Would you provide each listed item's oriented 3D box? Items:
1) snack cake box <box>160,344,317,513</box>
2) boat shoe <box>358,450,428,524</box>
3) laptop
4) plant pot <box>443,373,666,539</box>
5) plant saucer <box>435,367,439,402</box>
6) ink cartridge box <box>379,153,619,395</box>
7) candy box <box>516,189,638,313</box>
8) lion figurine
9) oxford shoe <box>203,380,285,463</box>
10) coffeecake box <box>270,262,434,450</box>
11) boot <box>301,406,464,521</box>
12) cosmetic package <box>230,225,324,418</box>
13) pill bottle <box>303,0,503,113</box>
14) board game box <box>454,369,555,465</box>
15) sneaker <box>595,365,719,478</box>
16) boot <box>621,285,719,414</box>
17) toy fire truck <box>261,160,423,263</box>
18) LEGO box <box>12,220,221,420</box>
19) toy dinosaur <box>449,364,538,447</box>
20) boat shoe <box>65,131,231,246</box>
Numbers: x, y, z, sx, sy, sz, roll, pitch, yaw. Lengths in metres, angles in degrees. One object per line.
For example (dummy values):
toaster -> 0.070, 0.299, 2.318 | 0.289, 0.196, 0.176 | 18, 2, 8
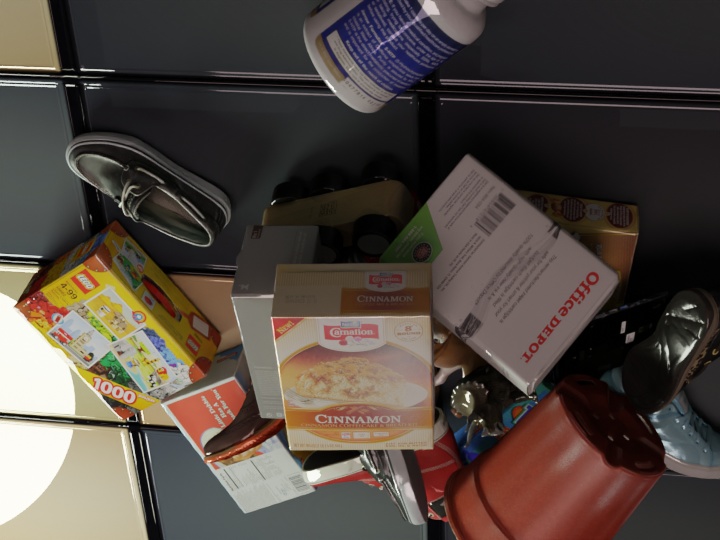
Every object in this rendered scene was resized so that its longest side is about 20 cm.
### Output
snack cake box -> -0.144, 0.201, 1.696 | 0.114, 0.068, 0.201 | -20, 119, 24
boat shoe -> 0.023, 0.201, 1.556 | 0.056, 0.069, 0.202 | -20, 97, 14
laptop -> 0.224, 0.049, 1.491 | 0.197, 0.105, 0.178 | -18, 156, 1
plant pot -> 0.227, 0.235, 1.520 | 0.199, 0.202, 0.196 | 30, 119, -11
plant saucer -> -0.003, 0.145, 1.648 | 0.197, 0.036, 0.202 | 5, 126, 7
ink cartridge box -> 0.140, 0.006, 1.370 | 0.199, 0.084, 0.146 | 40, 84, 13
candy box -> 0.196, -0.023, 1.478 | 0.197, 0.056, 0.117 | 8, 128, 6
lion figurine -> 0.099, 0.092, 1.558 | 0.123, 0.073, 0.199 | -51, 146, 10
oxford shoe -> -0.112, 0.157, 1.604 | 0.199, 0.071, 0.073 | -35, 83, 6
coffeecake box -> -0.003, 0.088, 1.341 | 0.151, 0.074, 0.202 | -1, 135, 4
boot -> 0.037, 0.260, 1.649 | 0.198, 0.073, 0.146 | -18, 114, 18
cosmetic package -> -0.077, 0.057, 1.441 | 0.089, 0.108, 0.202 | 2, 138, 7
pill bottle -> 0.052, -0.253, 1.306 | 0.199, 0.120, 0.120 | -32, 114, 29
board game box -> 0.209, 0.220, 1.652 | 0.151, 0.045, 0.200 | 37, 123, -14
sneaker -> 0.361, 0.173, 1.570 | 0.198, 0.074, 0.082 | 24, 131, -6
boot -> 0.375, 0.072, 1.460 | 0.149, 0.074, 0.201 | -18, 147, -27
toy fire truck -> 0.000, 0.000, 1.510 | 0.174, 0.130, 0.200 | -11, 142, 24
LEGO box -> -0.289, 0.063, 1.622 | 0.148, 0.078, 0.200 | -28, 115, 27
toy dinosaur -> 0.139, 0.135, 1.519 | 0.101, 0.200, 0.078 | -15, 92, -6
boat shoe -> -0.239, -0.091, 1.508 | 0.198, 0.071, 0.073 | 22, 126, -4
